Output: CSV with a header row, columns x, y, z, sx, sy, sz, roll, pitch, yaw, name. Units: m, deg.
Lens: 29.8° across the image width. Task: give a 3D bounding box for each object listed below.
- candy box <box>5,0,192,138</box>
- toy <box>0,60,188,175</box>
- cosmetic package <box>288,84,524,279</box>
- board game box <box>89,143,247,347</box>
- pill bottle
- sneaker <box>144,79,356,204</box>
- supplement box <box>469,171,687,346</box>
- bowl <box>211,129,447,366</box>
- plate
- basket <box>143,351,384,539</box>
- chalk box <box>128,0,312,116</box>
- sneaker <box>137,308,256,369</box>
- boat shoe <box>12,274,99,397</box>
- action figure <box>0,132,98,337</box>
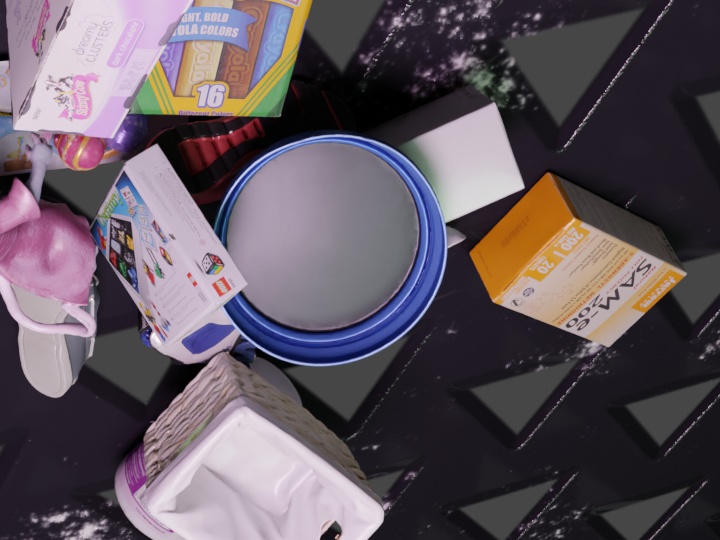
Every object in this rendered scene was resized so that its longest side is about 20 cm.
x,y,z,sx,sy,sz,roll,pitch,yaw,name
-0.171,-0.212,0.849,0.071,0.203,0.168,3,155,-28,candy box
-0.227,-0.115,1.079,0.197,0.048,0.116,-6,138,-20,toy
0.032,-0.079,1.184,0.198,0.108,0.086,-25,108,-2,cosmetic package
-0.161,-0.013,1.093,0.034,0.127,0.200,-33,180,-23,board game box
-0.153,0.182,1.387,0.200,0.113,0.112,-43,137,21,pill bottle
-0.100,-0.105,1.153,0.198,0.075,0.087,-18,173,-22,sneaker
0.228,-0.007,1.402,0.198,0.074,0.126,19,124,-40,supplement box
-0.028,-0.020,1.113,0.197,0.039,0.204,-4,112,-10,bowl
0.000,0.000,1.257,0.198,0.033,0.200,-26,-178,2,plate
-0.096,0.193,1.266,0.136,0.124,0.200,-45,119,7,basket
-0.105,-0.226,0.961,0.122,0.126,0.201,-1,136,-25,chalk box
-0.147,0.028,1.248,0.113,0.081,0.201,-7,139,-23,sneaker
-0.269,0.022,1.213,0.062,0.072,0.202,-47,154,-48,boat shoe
-0.293,-0.026,1.027,0.132,0.152,0.200,-2,176,16,action figure
